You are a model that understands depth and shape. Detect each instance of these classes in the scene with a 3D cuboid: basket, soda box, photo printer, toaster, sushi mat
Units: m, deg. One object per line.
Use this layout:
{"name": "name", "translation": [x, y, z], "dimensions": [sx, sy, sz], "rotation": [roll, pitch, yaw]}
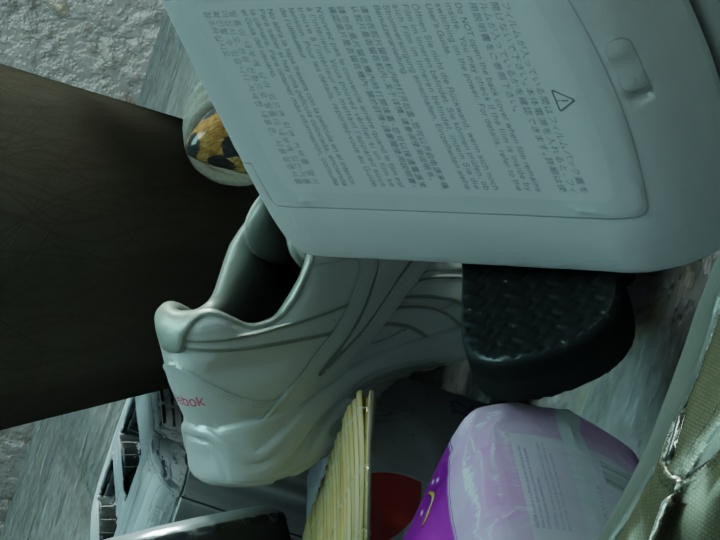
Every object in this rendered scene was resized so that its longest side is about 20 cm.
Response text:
{"name": "basket", "translation": [-0.128, -0.009, 1.098], "dimensions": [0.136, 0.200, 0.180], "rotation": [-17, 76, 42]}
{"name": "soda box", "translation": [0.017, 0.126, 0.979], "dimensions": [0.200, 0.063, 0.068], "rotation": [-90, 21, -56]}
{"name": "photo printer", "translation": [0.035, -0.077, 0.826], "dimensions": [0.200, 0.166, 0.069], "rotation": [3, 41, 41]}
{"name": "toaster", "translation": [-0.054, 0.115, 1.168], "dimensions": [0.200, 0.129, 0.114], "rotation": [-110, 40, -72]}
{"name": "sushi mat", "translation": [-0.012, 0.131, 0.884], "dimensions": [0.200, 0.012, 0.096], "rotation": [-89, 15, -62]}

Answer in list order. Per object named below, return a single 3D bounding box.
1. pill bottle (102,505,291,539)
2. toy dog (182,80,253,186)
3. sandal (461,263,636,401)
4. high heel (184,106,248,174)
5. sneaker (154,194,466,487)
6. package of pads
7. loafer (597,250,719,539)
{"name": "pill bottle", "translation": [-0.060, 0.204, 1.003], "dimensions": [0.106, 0.106, 0.200], "rotation": [145, 112, -72]}
{"name": "toy dog", "translation": [0.028, -0.079, 1.100], "dimensions": [0.200, 0.132, 0.096], "rotation": [-39, 3, 12]}
{"name": "sandal", "translation": [0.070, -0.002, 0.901], "dimensions": [0.200, 0.075, 0.048], "rotation": [-75, -33, -59]}
{"name": "high heel", "translation": [0.032, -0.082, 0.932], "dimensions": [0.143, 0.200, 0.071], "rotation": [172, 80, -81]}
{"name": "sneaker", "translation": [0.000, 0.000, 0.998], "dimensions": [0.200, 0.099, 0.078], "rotation": [-38, 30, -31]}
{"name": "package of pads", "translation": [0.054, 0.138, 0.763], "dimensions": [0.200, 0.076, 0.121], "rotation": [-99, 30, -65]}
{"name": "loafer", "translation": [0.103, 0.068, 0.631], "dimensions": [0.070, 0.075, 0.200], "rotation": [135, 151, -75]}
